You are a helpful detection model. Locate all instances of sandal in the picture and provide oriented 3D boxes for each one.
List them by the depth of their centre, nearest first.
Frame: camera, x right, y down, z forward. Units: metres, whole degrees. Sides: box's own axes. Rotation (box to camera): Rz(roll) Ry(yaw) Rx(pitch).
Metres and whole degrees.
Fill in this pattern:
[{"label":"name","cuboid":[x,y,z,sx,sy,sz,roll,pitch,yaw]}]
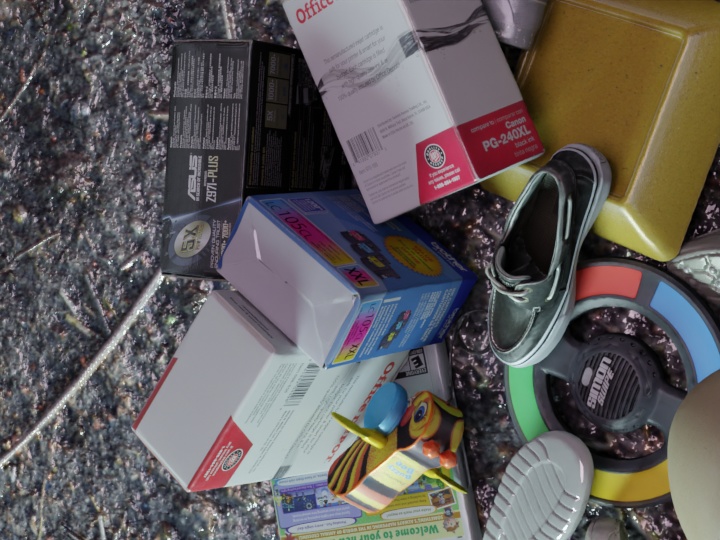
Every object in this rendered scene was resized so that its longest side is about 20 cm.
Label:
[{"label":"sandal","cuboid":[0.145,0.203,1.249,0.083,0.050,0.203,55,137,35]}]

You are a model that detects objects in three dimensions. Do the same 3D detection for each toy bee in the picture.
[{"label":"toy bee","cuboid":[0.039,0.134,1.254,0.130,0.109,0.200,12,119,-10]}]

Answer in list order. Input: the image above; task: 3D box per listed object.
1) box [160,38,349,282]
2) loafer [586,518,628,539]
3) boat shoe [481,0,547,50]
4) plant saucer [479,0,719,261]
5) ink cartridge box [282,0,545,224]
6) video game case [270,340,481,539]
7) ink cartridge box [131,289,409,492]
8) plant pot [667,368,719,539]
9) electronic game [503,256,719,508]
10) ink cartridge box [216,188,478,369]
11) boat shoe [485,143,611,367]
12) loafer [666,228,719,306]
[{"label":"box","cuboid":[-0.086,-0.091,1.334,0.086,0.164,0.201,5,94,32]},{"label":"loafer","cuboid":[0.225,0.287,1.193,0.070,0.070,0.201,-17,87,22]},{"label":"boat shoe","cuboid":[0.070,-0.207,1.262,0.201,0.070,0.072,11,90,52]},{"label":"plant saucer","cuboid":[0.187,-0.133,1.204,0.200,0.048,0.201,25,99,39]},{"label":"ink cartridge box","cuboid":[0.038,-0.155,1.214,0.145,0.083,0.201,-21,92,55]},{"label":"video game case","cuboid":[0.002,0.162,1.365,0.199,0.022,0.183,-14,83,31]},{"label":"ink cartridge box","cuboid":[-0.069,0.096,1.280,0.084,0.200,0.145,43,111,28]},{"label":"plant pot","cuboid":[0.297,0.136,1.096,0.134,0.200,0.201,34,110,58]},{"label":"electronic game","cuboid":[0.202,0.089,1.216,0.199,0.042,0.201,6,100,35]},{"label":"ink cartridge box","cuboid":[0.000,0.000,1.260,0.136,0.200,0.076,41,116,26]},{"label":"boat shoe","cuboid":[0.128,-0.008,1.186,0.072,0.071,0.201,36,127,33]},{"label":"loafer","cuboid":[0.322,-0.015,1.139,0.200,0.070,0.070,-4,132,41]}]
